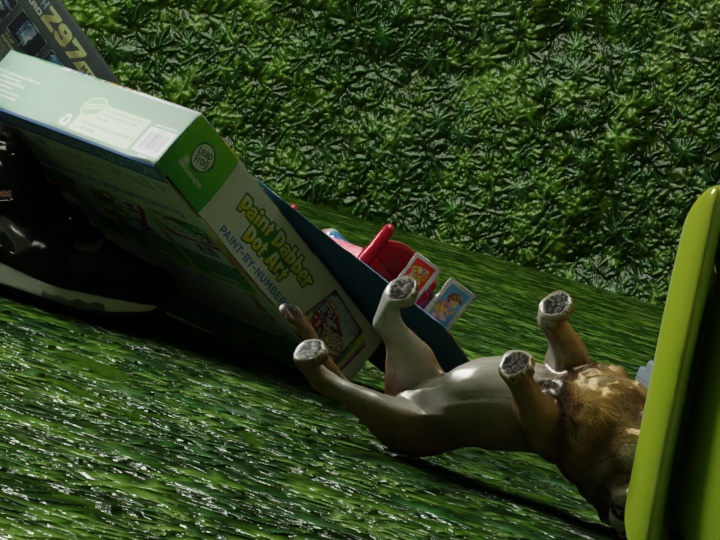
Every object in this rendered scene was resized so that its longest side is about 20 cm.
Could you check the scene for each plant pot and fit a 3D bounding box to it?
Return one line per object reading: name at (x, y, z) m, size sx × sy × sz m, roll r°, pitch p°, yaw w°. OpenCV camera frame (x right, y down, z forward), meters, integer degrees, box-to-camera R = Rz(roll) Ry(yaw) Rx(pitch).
plant pot at (0.235, 0.066, 1.152) m, size 0.181 × 0.202 × 0.198 m, roll 12°, pitch 0°, yaw 43°

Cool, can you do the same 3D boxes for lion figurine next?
lion figurine at (0.061, 0.065, 1.257) m, size 0.199 × 0.073 × 0.123 m, roll 11°, pitch -34°, yaw 33°

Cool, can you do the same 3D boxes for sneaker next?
sneaker at (-0.194, -0.034, 1.479) m, size 0.199 × 0.088 × 0.076 m, roll 17°, pitch 3°, yaw -5°

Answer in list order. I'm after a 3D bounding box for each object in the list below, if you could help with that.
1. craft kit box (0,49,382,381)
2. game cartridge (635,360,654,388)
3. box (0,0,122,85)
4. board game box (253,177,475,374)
craft kit box at (-0.106, -0.030, 1.496) m, size 0.199 × 0.049 × 0.198 m, roll 22°, pitch -26°, yaw 48°
game cartridge at (0.314, 0.115, 1.968) m, size 0.199 × 0.042 × 0.133 m, roll 16°, pitch 8°, yaw -9°
box at (-0.242, -0.132, 1.597) m, size 0.051 × 0.158 × 0.200 m, roll -19°, pitch -64°, yaw 38°
board game box at (0.000, 0.000, 1.490) m, size 0.200 × 0.039 × 0.158 m, roll 38°, pitch -16°, yaw 8°
